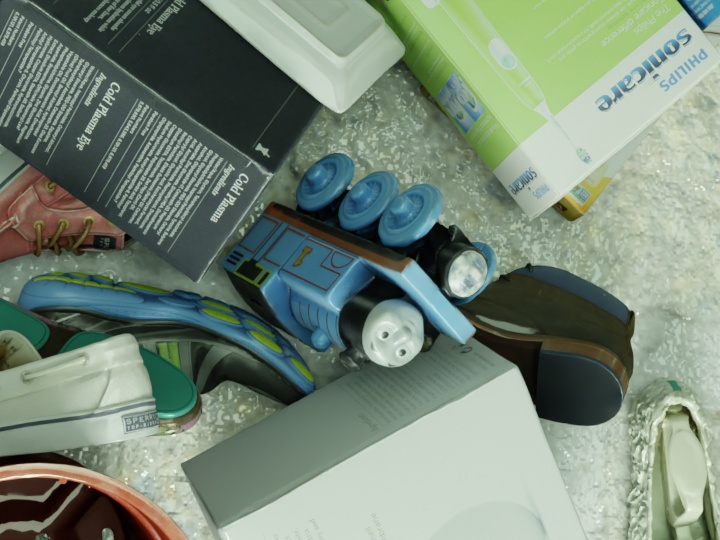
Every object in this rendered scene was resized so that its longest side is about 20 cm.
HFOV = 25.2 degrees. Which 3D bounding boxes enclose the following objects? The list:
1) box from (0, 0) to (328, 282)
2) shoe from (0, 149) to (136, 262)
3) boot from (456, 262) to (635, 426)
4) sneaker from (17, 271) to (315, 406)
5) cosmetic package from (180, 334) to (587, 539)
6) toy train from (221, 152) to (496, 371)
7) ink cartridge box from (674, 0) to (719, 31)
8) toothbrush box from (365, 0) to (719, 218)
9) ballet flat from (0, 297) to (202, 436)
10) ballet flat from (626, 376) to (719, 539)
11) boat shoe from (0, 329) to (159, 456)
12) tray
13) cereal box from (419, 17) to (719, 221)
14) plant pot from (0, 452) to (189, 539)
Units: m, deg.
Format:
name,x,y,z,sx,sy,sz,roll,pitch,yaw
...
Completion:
name,x,y,z,sx,sy,sz,roll,pitch,yaw
box,-0.115,-0.126,0.991,0.181,0.104,0.200,35,39,-3
shoe,-0.196,-0.035,1.034,0.091,0.071,0.200,43,75,3
boot,0.090,0.039,1.087,0.199,0.097,0.075,18,124,14
sneaker,-0.127,0.057,1.046,0.198,0.071,0.083,13,100,-9
cosmetic package,0.024,0.173,0.998,0.199,0.123,0.201,-27,108,-12
toy train,0.000,0.000,1.006,0.115,0.200,0.087,-51,123,-9
ink cartridge box,0.179,-0.249,1.059,0.067,0.116,0.200,-39,89,-12
toothbrush box,0.111,-0.161,1.053,0.145,0.086,0.200,-39,87,-11
ballet flat,-0.191,0.066,0.984,0.199,0.069,0.072,21,125,6
ballet flat,0.213,0.172,1.085,0.071,0.072,0.202,-6,86,-10
boat shoe,-0.202,0.070,0.919,0.199,0.071,0.070,-10,88,34
tray,-0.063,-0.185,0.990,0.200,0.022,0.107,40,37,1
cereal box,0.156,-0.156,1.122,0.144,0.040,0.200,39,79,-2
plant pot,-0.194,0.192,0.937,0.199,0.195,0.203,-1,95,-14
